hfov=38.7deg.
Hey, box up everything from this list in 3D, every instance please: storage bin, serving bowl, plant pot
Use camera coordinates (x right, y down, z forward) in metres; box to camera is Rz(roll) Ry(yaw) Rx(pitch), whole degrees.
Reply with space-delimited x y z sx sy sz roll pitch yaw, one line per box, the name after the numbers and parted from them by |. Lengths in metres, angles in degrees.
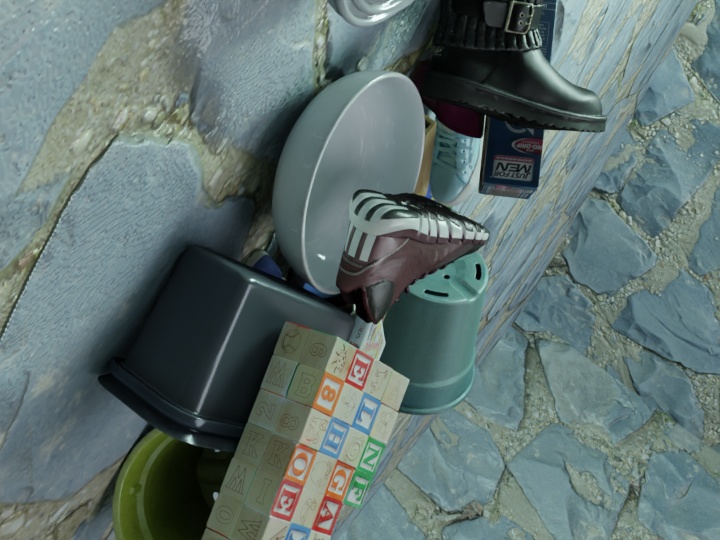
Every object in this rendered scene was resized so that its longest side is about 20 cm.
-0.104 0.066 0.874 0.199 0.145 0.136 26 90 -51 | storage bin
-0.019 -0.085 0.913 0.200 0.065 0.202 -45 147 -39 | serving bowl
-0.137 0.238 1.091 0.202 0.199 0.184 -55 175 5 | plant pot
0.090 0.063 1.455 0.200 0.199 0.198 -41 154 -43 | plant pot

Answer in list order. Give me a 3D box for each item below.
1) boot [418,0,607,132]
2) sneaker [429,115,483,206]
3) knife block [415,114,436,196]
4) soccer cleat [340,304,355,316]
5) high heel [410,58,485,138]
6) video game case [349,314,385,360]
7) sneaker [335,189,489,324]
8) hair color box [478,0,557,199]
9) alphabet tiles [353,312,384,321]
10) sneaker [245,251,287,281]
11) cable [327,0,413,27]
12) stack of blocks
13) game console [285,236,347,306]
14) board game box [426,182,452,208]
0.158 -0.217 0.948 0.208 0.079 0.160 11 96 -29 | boot
0.106 -0.170 1.170 0.081 0.073 0.203 -9 118 -50 | sneaker
0.038 -0.100 1.124 0.202 0.064 0.175 -62 166 25 | knife block
-0.058 0.096 1.165 0.200 0.068 0.079 -51 145 -48 | soccer cleat
0.125 -0.235 1.027 0.067 0.096 0.202 -37 158 -50 | high heel
-0.016 0.141 1.146 0.200 0.023 0.184 77 35 -74 | video game case
0.038 -0.007 0.944 0.199 0.075 0.117 5 111 -53 | sneaker
0.163 -0.182 1.073 0.100 0.059 0.204 26 69 -85 | hair color box
-0.007 0.104 1.225 0.200 0.007 0.169 -35 147 -71 | alphabet tiles
-0.088 0.087 1.024 0.080 0.115 0.201 -40 160 -41 | sneaker
0.028 -0.266 0.687 0.200 0.069 0.201 -46 165 -29 | cable
-0.044 0.159 0.829 0.115 0.058 0.203 35 73 -50 | stack of blocks
0.000 0.000 1.085 0.175 0.031 0.200 -22 166 -17 | game console
0.123 -0.151 1.337 0.201 0.041 0.200 -54 166 -3 | board game box
